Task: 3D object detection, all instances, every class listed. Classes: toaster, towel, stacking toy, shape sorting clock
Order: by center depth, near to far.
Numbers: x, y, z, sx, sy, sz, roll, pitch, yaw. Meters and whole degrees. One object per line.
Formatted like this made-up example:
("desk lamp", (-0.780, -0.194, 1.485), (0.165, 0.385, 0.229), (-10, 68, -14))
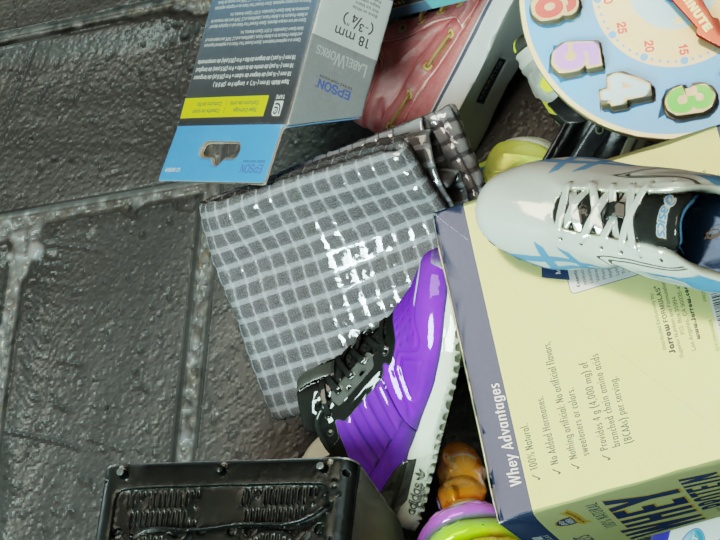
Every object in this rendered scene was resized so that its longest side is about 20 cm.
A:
("toaster", (-0.074, 0.223, 1.640), (0.179, 0.119, 0.201), (-4, 63, 22))
("shape sorting clock", (0.198, -0.179, 1.661), (0.198, 0.039, 0.202), (-2, 74, 9))
("stacking toy", (0.074, 0.187, 1.674), (0.109, 0.116, 0.201), (-28, 44, 16))
("towel", (0.000, 0.000, 1.754), (0.199, 0.085, 0.167), (-18, 93, 32))

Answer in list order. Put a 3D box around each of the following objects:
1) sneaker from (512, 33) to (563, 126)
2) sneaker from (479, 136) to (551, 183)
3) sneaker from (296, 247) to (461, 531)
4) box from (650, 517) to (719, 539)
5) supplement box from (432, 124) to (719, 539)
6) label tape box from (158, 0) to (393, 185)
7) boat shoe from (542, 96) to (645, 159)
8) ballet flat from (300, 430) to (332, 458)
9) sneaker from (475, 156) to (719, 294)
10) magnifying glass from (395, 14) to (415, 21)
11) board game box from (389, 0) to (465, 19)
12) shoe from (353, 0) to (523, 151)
("sneaker", (0.207, -0.161, 1.796), (0.199, 0.075, 0.077), (-21, 95, 9))
("sneaker", (0.050, -0.020, 1.798), (0.199, 0.076, 0.106), (-19, 58, 19))
("sneaker", (0.009, 0.073, 1.670), (0.099, 0.201, 0.070), (13, 28, 2))
("box", (0.267, 0.161, 1.605), (0.199, 0.041, 0.120), (9, 70, 30))
("supplement box", (0.170, 0.045, 1.576), (0.198, 0.134, 0.202), (-16, 70, 13))
("label tape box", (-0.053, -0.146, 1.815), (0.144, 0.063, 0.202), (4, 77, 56))
("boat shoe", (0.156, -0.106, 1.719), (0.075, 0.062, 0.201), (-100, 31, -75))
("ballet flat", (-0.043, 0.153, 1.767), (0.200, 0.068, 0.068), (-44, 55, 4))
("sneaker", (0.157, -0.030, 1.491), (0.198, 0.072, 0.072), (9, 78, 21))
("magnifying glass", (0.114, -0.201, 1.889), (0.199, 0.022, 0.080), (-1, 66, 28))
("board game box", (0.061, -0.269, 1.880), (0.150, 0.047, 0.201), (-7, 47, 52))
("shoe", (0.070, -0.171, 1.849), (0.091, 0.071, 0.201), (33, 98, 28))
